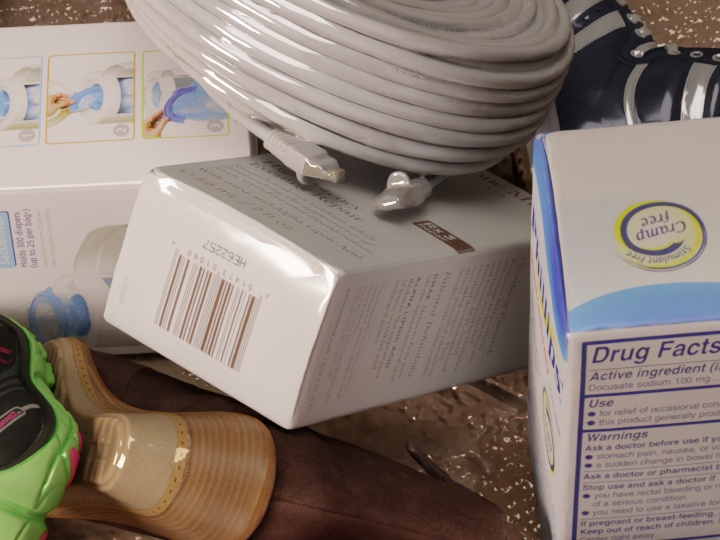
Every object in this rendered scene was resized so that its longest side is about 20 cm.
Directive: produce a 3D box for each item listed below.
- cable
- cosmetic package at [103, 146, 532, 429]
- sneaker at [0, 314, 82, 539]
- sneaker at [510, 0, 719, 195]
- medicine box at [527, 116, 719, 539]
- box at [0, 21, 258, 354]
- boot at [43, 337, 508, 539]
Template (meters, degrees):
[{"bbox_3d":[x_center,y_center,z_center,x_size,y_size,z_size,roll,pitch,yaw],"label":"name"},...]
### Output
[{"bbox_3d":[-0.007,-0.116,1.137,0.200,0.069,0.200,36,29,18],"label":"cable"},{"bbox_3d":[0.000,0.000,1.101,0.102,0.074,0.200,29,22,26],"label":"cosmetic package"},{"bbox_3d":[-0.168,0.050,1.063,0.077,0.084,0.200,-63,24,0],"label":"sneaker"},{"bbox_3d":[0.117,-0.106,1.250,0.108,0.070,0.200,-7,57,3],"label":"sneaker"},{"bbox_3d":[0.160,0.039,1.042,0.182,0.200,0.103,-5,50,-2],"label":"medicine box"},{"bbox_3d":[-0.143,-0.034,1.174,0.200,0.113,0.101,-2,48,-2],"label":"box"},{"bbox_3d":[-0.048,0.085,1.095,0.166,0.200,0.072,17,89,-22],"label":"boot"}]
